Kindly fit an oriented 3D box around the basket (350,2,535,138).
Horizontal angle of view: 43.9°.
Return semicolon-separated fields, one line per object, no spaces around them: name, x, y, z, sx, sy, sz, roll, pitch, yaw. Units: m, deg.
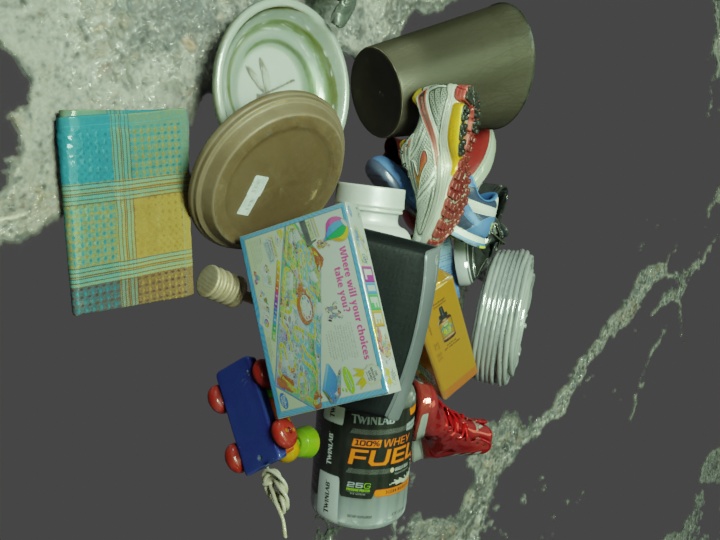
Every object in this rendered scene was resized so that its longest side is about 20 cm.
basket;0.099;-0.242;1.143;0.199;0.136;0.181;-18;147;-29

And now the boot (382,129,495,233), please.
boot;0.103;-0.161;1.217;0.144;0.072;0.200;50;63;-35

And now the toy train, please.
toy train;-0.086;0.199;1.002;0.116;0.084;0.201;17;47;-58

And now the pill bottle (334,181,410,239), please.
pill bottle;0.000;0.000;1.052;0.112;0.112;0.201;0;99;-46

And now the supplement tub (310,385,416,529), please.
supplement tub;0.004;0.202;1.100;0.122;0.122;0.201;-8;107;-45

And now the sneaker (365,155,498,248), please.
sneaker;0.093;-0.102;1.135;0.200;0.074;0.082;28;93;-28

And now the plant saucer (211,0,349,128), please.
plant saucer;-0.097;-0.204;1.014;0.200;0.050;0.201;-10;104;-45

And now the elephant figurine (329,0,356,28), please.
elephant figurine;-0.058;-0.409;1.000;0.200;0.155;0.141;34;113;-32

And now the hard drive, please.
hard drive;0.006;0.058;0.978;0.042;0.134;0.201;-34;138;-82

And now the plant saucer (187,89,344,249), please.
plant saucer;-0.094;-0.101;0.977;0.200;0.029;0.201;-28;143;-24

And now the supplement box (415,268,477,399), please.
supplement box;0.094;0.077;1.160;0.066;0.069;0.200;-36;138;-16

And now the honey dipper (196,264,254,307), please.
honey dipper;-0.105;0.040;1.045;0.200;0.038;0.038;25;76;-46

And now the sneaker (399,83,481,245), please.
sneaker;0.087;-0.122;1.060;0.078;0.082;0.201;-14;115;-62

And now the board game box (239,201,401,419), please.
board game box;-0.045;0.043;0.940;0.034;0.134;0.201;3;73;-65

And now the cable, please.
cable;0.203;0.065;1.282;0.200;0.069;0.201;-56;154;-60

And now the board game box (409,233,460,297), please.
board game box;0.042;0.016;1.162;0.199;0.019;0.103;-19;105;-30

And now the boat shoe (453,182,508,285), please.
boat shoe;0.175;-0.056;1.256;0.200;0.066;0.070;-69;149;-49

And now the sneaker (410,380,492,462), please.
sneaker;0.119;0.195;1.185;0.200;0.115;0.079;88;-3;-64

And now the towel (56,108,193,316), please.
towel;-0.235;-0.063;0.911;0.146;0.022;0.201;-10;103;-44
